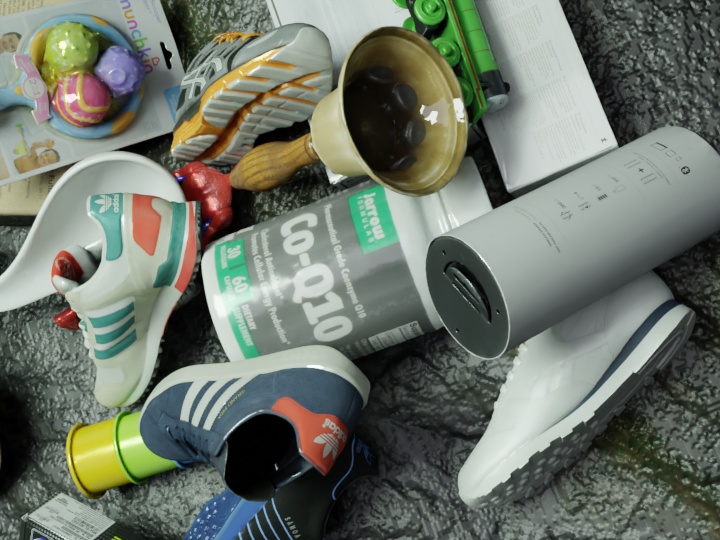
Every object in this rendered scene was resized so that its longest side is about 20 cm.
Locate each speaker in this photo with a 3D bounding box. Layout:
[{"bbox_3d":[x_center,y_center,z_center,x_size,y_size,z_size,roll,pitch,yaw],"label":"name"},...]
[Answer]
[{"bbox_3d":[0.138,-0.021,0.651,0.199,0.081,0.082,-26,74,-27],"label":"speaker"}]

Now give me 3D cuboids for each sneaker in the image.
[{"bbox_3d":[-0.067,0.186,0.756,0.077,0.070,0.201,32,114,-16],"label":"sneaker"},{"bbox_3d":[-0.182,0.020,0.757,0.071,0.092,0.201,-99,30,-45],"label":"sneaker"},{"bbox_3d":[0.133,0.077,0.709,0.200,0.076,0.081,-45,65,1],"label":"sneaker"},{"bbox_3d":[-0.086,-0.139,0.751,0.199,0.078,0.078,-20,66,53],"label":"sneaker"},{"bbox_3d":[-0.085,0.110,0.676,0.199,0.075,0.085,-22,37,39],"label":"sneaker"}]

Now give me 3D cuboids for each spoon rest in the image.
[{"bbox_3d":[-0.219,-0.021,0.768,0.198,0.100,0.061,-26,43,15],"label":"spoon rest"}]

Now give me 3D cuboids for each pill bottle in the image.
[{"bbox_3d":[0.000,0.000,0.725,0.198,0.113,0.114,-21,79,6],"label":"pill bottle"}]

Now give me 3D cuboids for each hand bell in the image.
[{"bbox_3d":[-0.031,-0.084,0.708,0.199,0.103,0.106,-12,79,52],"label":"hand bell"}]

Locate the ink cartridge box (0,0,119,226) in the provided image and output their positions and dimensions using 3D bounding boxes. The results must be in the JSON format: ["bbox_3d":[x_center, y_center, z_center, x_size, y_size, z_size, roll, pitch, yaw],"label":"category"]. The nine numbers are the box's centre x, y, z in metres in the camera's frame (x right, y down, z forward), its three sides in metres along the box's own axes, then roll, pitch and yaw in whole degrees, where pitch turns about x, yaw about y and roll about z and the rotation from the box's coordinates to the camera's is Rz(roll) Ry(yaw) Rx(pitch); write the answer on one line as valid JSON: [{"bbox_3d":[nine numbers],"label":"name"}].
[{"bbox_3d":[-0.280,-0.140,0.852,0.163,0.075,0.203,2,84,16],"label":"ink cartridge box"}]

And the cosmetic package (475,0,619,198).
[{"bbox_3d":[0.112,-0.159,0.744,0.082,0.051,0.202,-22,78,18],"label":"cosmetic package"}]

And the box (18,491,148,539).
[{"bbox_3d":[-0.165,0.286,0.752,0.198,0.047,0.195,23,113,18],"label":"box"}]

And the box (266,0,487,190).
[{"bbox_3d":[0.004,-0.171,0.774,0.116,0.060,0.202,-24,78,14],"label":"box"}]

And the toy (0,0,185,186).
[{"bbox_3d":[-0.215,-0.140,0.767,0.198,0.047,0.116,-23,101,-29],"label":"toy"}]

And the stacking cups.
[{"bbox_3d":[-0.123,0.114,0.789,0.198,0.060,0.061,-21,79,11],"label":"stacking cups"}]

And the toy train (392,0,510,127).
[{"bbox_3d":[0.052,-0.190,0.714,0.056,0.042,0.202,-13,78,-19],"label":"toy train"}]

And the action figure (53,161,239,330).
[{"bbox_3d":[-0.161,-0.029,0.817,0.199,0.052,0.066,-32,80,13],"label":"action figure"}]
